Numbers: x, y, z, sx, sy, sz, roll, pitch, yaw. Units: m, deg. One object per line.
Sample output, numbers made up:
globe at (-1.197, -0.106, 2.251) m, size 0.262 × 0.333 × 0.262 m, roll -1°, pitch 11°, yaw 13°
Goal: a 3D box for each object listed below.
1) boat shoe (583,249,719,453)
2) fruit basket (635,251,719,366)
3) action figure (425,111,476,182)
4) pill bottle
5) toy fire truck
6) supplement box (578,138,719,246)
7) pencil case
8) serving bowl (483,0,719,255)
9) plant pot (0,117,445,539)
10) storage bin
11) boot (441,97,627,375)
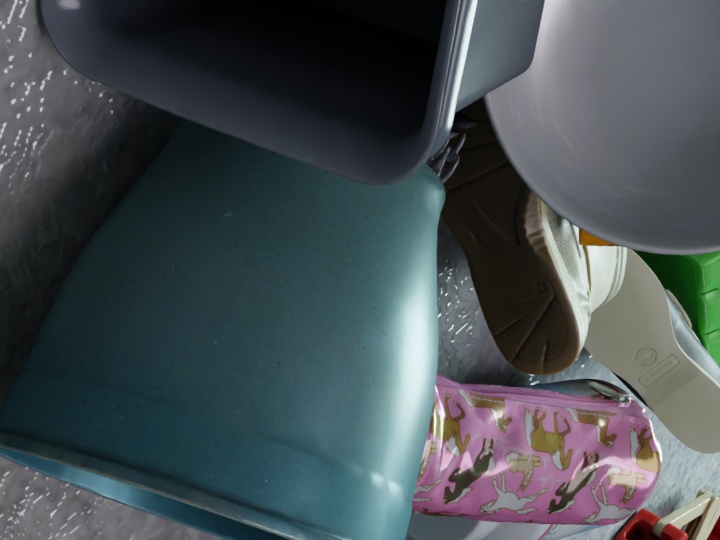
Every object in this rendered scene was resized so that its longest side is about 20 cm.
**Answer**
boat shoe at (0.202, 0.044, 1.113) m, size 0.071 × 0.063 × 0.200 m, roll -36°, pitch 107°, yaw 18°
fruit basket at (0.312, -0.020, 1.174) m, size 0.215 × 0.156 × 0.216 m, roll -21°, pitch 134°, yaw -24°
action figure at (0.000, 0.000, 0.873) m, size 0.130 × 0.069 × 0.200 m, roll -10°, pitch 125°, yaw -60°
pill bottle at (0.109, 0.133, 1.061) m, size 0.200 × 0.109 × 0.109 m, roll 0°, pitch 113°, yaw -51°
toy fire truck at (0.307, 0.251, 1.442) m, size 0.200 × 0.049 × 0.141 m, roll -32°, pitch 134°, yaw -36°
supplement box at (0.201, -0.096, 0.937) m, size 0.200 × 0.126 × 0.074 m, roll -70°, pitch 158°, yaw -51°
pencil case at (0.082, 0.103, 0.915) m, size 0.200 × 0.083 × 0.087 m, roll 9°, pitch 75°, yaw -35°
serving bowl at (0.162, -0.109, 0.808) m, size 0.066 × 0.200 × 0.200 m, roll -23°, pitch 137°, yaw -82°
plant pot at (-0.050, 0.027, 0.735) m, size 0.200 × 0.200 × 0.188 m, roll 38°, pitch 66°, yaw -55°
storage bin at (-0.015, -0.141, 0.665) m, size 0.134 × 0.200 × 0.146 m, roll -28°, pitch 134°, yaw -54°
boot at (0.108, -0.053, 0.963) m, size 0.155 × 0.072 × 0.200 m, roll -36°, pitch 111°, yaw -61°
